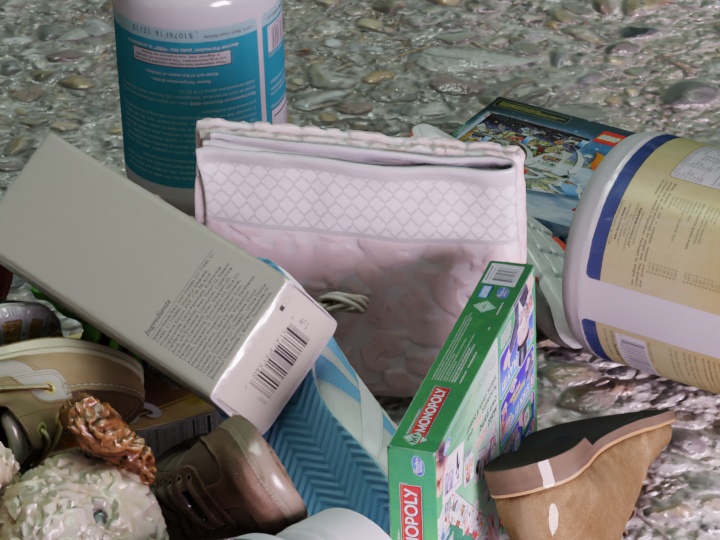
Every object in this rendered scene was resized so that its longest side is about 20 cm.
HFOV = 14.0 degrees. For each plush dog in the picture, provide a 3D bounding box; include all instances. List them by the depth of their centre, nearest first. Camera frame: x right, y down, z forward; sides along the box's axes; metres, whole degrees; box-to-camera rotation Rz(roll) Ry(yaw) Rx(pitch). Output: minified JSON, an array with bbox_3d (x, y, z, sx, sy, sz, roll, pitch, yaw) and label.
[{"bbox_3d":[-0.183,0.154,1.532,0.171,0.201,0.160,0,-2,-14],"label":"plush dog"}]

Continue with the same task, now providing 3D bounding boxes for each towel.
[{"bbox_3d":[0.000,0.000,1.731,0.199,0.191,0.032,5,40,8],"label":"towel"}]

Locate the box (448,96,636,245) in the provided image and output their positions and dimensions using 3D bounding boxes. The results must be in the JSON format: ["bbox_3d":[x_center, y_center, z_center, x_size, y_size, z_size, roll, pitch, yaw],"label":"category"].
[{"bbox_3d":[0.142,-0.052,1.966,0.200,0.038,0.137,17,35,30],"label":"box"}]

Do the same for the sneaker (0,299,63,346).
[{"bbox_3d":[-0.267,0.056,1.659,0.200,0.076,0.088,-23,35,-29],"label":"sneaker"}]

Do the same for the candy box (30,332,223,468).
[{"bbox_3d":[-0.177,0.092,1.719,0.199,0.055,0.115,-15,34,-19],"label":"candy box"}]

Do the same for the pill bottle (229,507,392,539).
[{"bbox_3d":[-0.070,0.201,1.466,0.200,0.114,0.114,-26,38,-36],"label":"pill bottle"}]

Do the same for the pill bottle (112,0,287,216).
[{"bbox_3d":[-0.104,-0.113,1.925,0.110,0.201,0.111,-1,29,1],"label":"pill bottle"}]

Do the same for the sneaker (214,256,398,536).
[{"bbox_3d":[-0.026,0.082,1.647,0.076,0.081,0.200,-36,63,15],"label":"sneaker"}]

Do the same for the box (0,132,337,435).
[{"bbox_3d":[-0.115,0.006,1.632,0.200,0.068,0.082,32,84,34],"label":"box"}]

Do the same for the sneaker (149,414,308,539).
[{"bbox_3d":[-0.085,0.129,1.585,0.075,0.071,0.200,-35,2,-14],"label":"sneaker"}]

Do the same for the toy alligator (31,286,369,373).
[{"bbox_3d":[-0.096,0.035,1.712,0.199,0.059,0.054,4,73,4],"label":"toy alligator"}]

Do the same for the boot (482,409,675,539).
[{"bbox_3d":[0.128,0.124,1.649,0.073,0.076,0.200,-14,4,28],"label":"boot"}]

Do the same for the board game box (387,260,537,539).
[{"bbox_3d":[0.059,0.101,1.610,0.029,0.135,0.200,8,31,16],"label":"board game box"}]

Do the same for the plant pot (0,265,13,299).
[{"bbox_3d":[-0.317,-0.046,1.851,0.200,0.201,0.195,-13,40,-19],"label":"plant pot"}]

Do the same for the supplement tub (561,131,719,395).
[{"bbox_3d":[0.236,0.006,1.753,0.200,0.145,0.144,17,35,30],"label":"supplement tub"}]

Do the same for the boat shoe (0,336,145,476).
[{"bbox_3d":[-0.201,0.082,1.606,0.200,0.074,0.067,-1,52,-36],"label":"boat shoe"}]

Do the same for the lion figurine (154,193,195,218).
[{"bbox_3d":[-0.055,0.011,1.856,0.199,0.073,0.123,11,22,-6],"label":"lion figurine"}]

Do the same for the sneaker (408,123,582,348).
[{"bbox_3d":[0.079,-0.006,1.878,0.077,0.082,0.200,26,21,-51],"label":"sneaker"}]
